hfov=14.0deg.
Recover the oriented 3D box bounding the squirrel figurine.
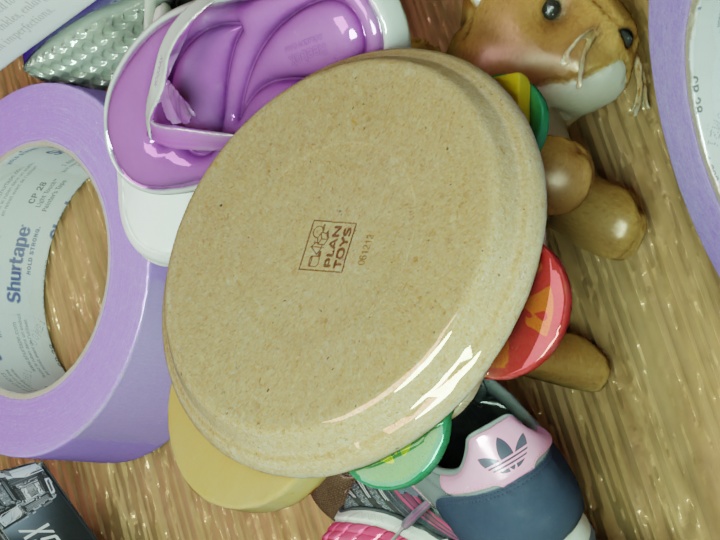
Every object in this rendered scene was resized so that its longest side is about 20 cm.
[{"bbox_3d":[0.038,-0.058,1.330,0.200,0.141,0.187,13,88,44],"label":"squirrel figurine"}]

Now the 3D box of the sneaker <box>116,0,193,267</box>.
[{"bbox_3d":[-0.085,-0.096,1.427,0.078,0.099,0.200,15,101,11],"label":"sneaker"}]

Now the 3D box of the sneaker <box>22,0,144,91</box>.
[{"bbox_3d":[-0.107,-0.175,1.551,0.200,0.070,0.100,-35,54,34],"label":"sneaker"}]

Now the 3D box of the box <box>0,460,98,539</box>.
[{"bbox_3d":[-0.151,0.223,1.515,0.200,0.050,0.158,47,137,39],"label":"box"}]

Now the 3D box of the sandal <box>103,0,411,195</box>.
[{"bbox_3d":[-0.062,-0.089,1.325,0.203,0.050,0.083,-26,86,44],"label":"sandal"}]

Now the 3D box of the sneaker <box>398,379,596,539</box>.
[{"bbox_3d":[0.037,0.062,1.284,0.200,0.070,0.082,35,152,57],"label":"sneaker"}]

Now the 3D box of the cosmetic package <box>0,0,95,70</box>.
[{"bbox_3d":[-0.213,-0.234,1.535,0.165,0.165,0.200,-27,43,51],"label":"cosmetic package"}]

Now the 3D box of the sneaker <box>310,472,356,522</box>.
[{"bbox_3d":[-0.029,0.026,1.427,0.070,0.075,0.200,-20,70,43],"label":"sneaker"}]

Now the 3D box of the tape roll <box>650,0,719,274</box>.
[{"bbox_3d":[0.187,-0.062,1.143,0.200,0.066,0.200,164,90,-74],"label":"tape roll"}]

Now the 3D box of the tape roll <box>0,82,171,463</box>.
[{"bbox_3d":[-0.153,0.002,1.570,0.200,0.066,0.200,-9,77,45],"label":"tape roll"}]

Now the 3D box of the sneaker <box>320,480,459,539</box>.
[{"bbox_3d":[0.067,0.121,1.316,0.200,0.081,0.075,12,65,40],"label":"sneaker"}]

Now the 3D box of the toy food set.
[{"bbox_3d":[0.000,0.000,1.219,0.198,0.049,0.200,-13,59,33],"label":"toy food set"}]
